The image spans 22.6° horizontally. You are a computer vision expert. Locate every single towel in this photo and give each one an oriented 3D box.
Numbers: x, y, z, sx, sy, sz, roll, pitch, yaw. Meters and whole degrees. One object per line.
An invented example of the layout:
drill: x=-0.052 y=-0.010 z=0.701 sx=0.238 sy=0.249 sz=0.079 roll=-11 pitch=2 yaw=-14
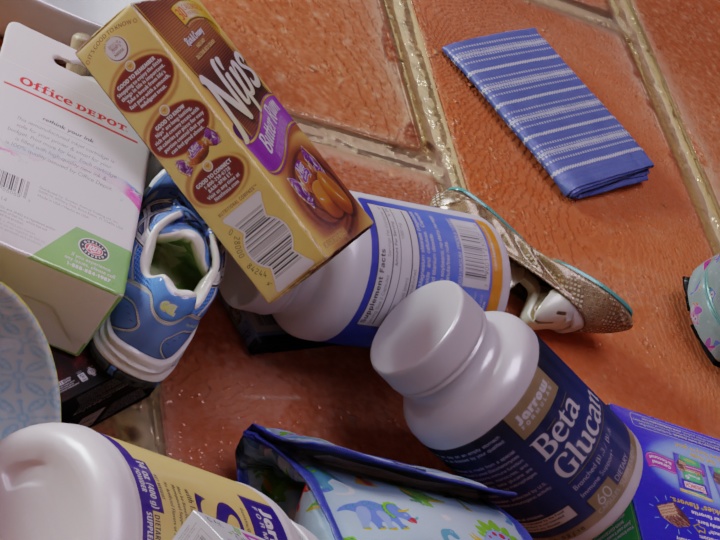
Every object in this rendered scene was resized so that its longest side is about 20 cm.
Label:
towel: x=0.182 y=-0.151 z=1.736 sx=0.145 sy=0.024 sz=0.200 roll=-17 pitch=61 yaw=-46

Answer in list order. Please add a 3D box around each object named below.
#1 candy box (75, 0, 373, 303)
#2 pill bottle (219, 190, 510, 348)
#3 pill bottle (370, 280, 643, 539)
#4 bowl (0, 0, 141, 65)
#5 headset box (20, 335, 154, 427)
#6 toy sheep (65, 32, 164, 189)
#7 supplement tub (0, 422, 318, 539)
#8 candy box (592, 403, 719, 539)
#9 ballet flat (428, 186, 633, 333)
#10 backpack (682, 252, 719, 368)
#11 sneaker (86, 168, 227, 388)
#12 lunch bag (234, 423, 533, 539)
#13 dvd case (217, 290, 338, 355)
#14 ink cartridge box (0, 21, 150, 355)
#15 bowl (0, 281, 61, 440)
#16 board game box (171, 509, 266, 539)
candy box: x=-0.084 y=-0.083 z=1.161 sx=0.200 sy=0.056 sz=0.117 roll=51 pitch=19 yaw=0
pill bottle: x=0.000 y=0.000 z=1.306 sx=0.200 sy=0.112 sz=0.112 roll=9 pitch=46 yaw=-34
pill bottle: x=0.100 y=0.099 z=1.271 sx=0.200 sy=0.111 sz=0.111 roll=44 pitch=31 yaw=-27
bowl: x=-0.257 y=-0.246 z=1.413 sx=0.200 sy=0.075 sz=0.200 roll=27 pitch=38 yaw=-17
headset box: x=-0.230 y=0.013 z=1.157 sx=0.200 sy=0.077 sz=0.149 roll=49 pitch=37 yaw=11
toy sheep: x=-0.161 y=-0.096 z=1.285 sx=0.200 sy=0.138 sz=0.138 roll=-4 pitch=53 yaw=-54
supplement tub: x=-0.119 y=0.175 z=0.991 sx=0.200 sy=0.145 sz=0.146 roll=27 pitch=33 yaw=-47
candy box: x=0.248 y=0.216 z=1.350 sx=0.169 sy=0.077 sz=0.200 roll=20 pitch=39 yaw=-26
ballet flat: x=0.133 y=0.010 z=1.495 sx=0.200 sy=0.071 sz=0.065 roll=33 pitch=64 yaw=-4
backpack: x=0.391 y=0.026 z=1.634 sx=0.200 sy=0.127 sz=0.167 roll=5 pitch=51 yaw=-33
sneaker: x=-0.112 y=-0.011 z=1.157 sx=0.076 sy=0.077 sz=0.200 roll=28 pitch=36 yaw=-16
lunch bag: x=0.018 y=0.181 z=1.159 sx=0.170 sy=0.128 sz=0.200 roll=18 pitch=24 yaw=-28
dvd case: x=-0.070 y=-0.023 z=1.381 sx=0.143 sy=0.018 sz=0.200 roll=-4 pitch=52 yaw=-43
ink cartridge box: x=-0.200 y=-0.055 z=1.133 sx=0.117 sy=0.067 sz=0.200 roll=25 pitch=40 yaw=-18
bowl: x=-0.269 y=0.092 z=0.993 sx=0.108 sy=0.200 sz=0.200 roll=7 pitch=23 yaw=30
board game box: x=-0.091 y=0.228 z=0.917 sx=0.034 sy=0.200 sz=0.134 roll=37 pitch=3 yaw=42
